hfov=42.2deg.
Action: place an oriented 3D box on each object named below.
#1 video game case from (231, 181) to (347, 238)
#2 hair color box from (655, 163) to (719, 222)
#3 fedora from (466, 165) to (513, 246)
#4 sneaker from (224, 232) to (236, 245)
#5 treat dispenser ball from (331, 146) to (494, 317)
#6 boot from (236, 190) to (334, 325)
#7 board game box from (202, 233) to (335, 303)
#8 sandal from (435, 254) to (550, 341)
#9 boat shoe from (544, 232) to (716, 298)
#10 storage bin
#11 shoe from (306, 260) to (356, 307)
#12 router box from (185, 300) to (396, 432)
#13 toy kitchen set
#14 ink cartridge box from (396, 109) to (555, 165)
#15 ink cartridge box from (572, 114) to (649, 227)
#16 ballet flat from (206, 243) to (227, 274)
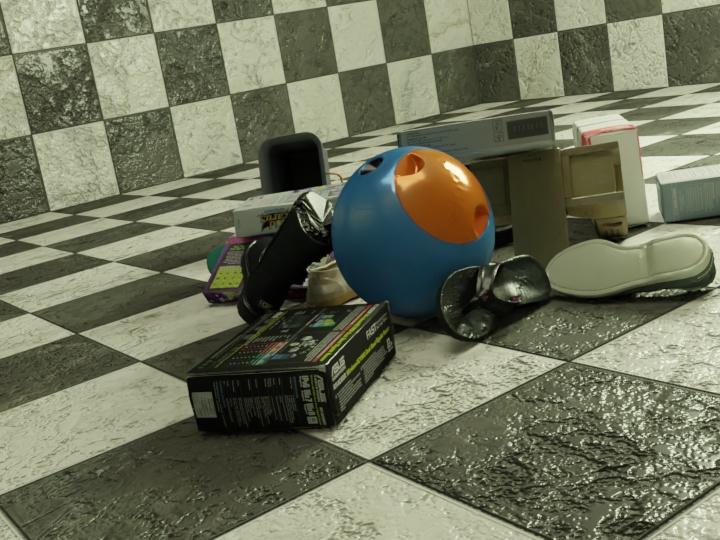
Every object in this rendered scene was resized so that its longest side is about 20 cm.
[{"bbox_3d":[-0.099,-0.097,1.471,0.177,0.046,0.200,-10,10,2],"label":"video game case"},{"bbox_3d":[0.543,-0.121,1.376,0.196,0.062,0.099,-8,13,15],"label":"hair color box"},{"bbox_3d":[0.185,-0.126,1.447,0.197,0.205,0.091,-14,2,-15],"label":"fedora"},{"bbox_3d":[-0.131,-0.038,1.541,0.196,0.077,0.087,-15,20,-18],"label":"sneaker"},{"bbox_3d":[0.062,-0.046,1.120,0.196,0.205,0.201,-10,13,2],"label":"treat dispenser ball"},{"bbox_3d":[-0.090,-0.034,1.231,0.169,0.076,0.201,-52,16,23],"label":"boot"},{"bbox_3d":[-0.128,-0.007,1.379,0.196,0.032,0.122,-3,50,27],"label":"board game box"},{"bbox_3d":[0.154,0.018,1.038,0.199,0.076,0.048,-23,-11,-45],"label":"sandal"},{"bbox_3d":[0.310,0.005,1.075,0.197,0.074,0.062,-9,-32,37],"label":"boat shoe"},{"bbox_3d":[-0.096,-0.149,1.735,0.142,0.205,0.134,-7,4,12],"label":"storage bin"},{"bbox_3d":[0.000,0.000,1.307,0.069,0.055,0.198,2,18,43],"label":"shoe"},{"bbox_3d":[-0.062,0.093,0.942,0.147,0.063,0.200,-6,14,21],"label":"router box"},{"bbox_3d":[0.265,-0.056,1.277,0.196,0.167,0.180,-6,-15,17],"label":"toy kitchen set"},{"bbox_3d":[0.157,-0.169,1.233,0.196,0.045,0.173,-7,3,11],"label":"ink cartridge box"},{"bbox_3d":[0.386,-0.157,1.454,0.083,0.149,0.200,-9,14,8],"label":"ink cartridge box"},{"bbox_3d":[-0.151,-0.011,1.477,0.196,0.072,0.071,-4,14,28],"label":"ballet flat"}]
